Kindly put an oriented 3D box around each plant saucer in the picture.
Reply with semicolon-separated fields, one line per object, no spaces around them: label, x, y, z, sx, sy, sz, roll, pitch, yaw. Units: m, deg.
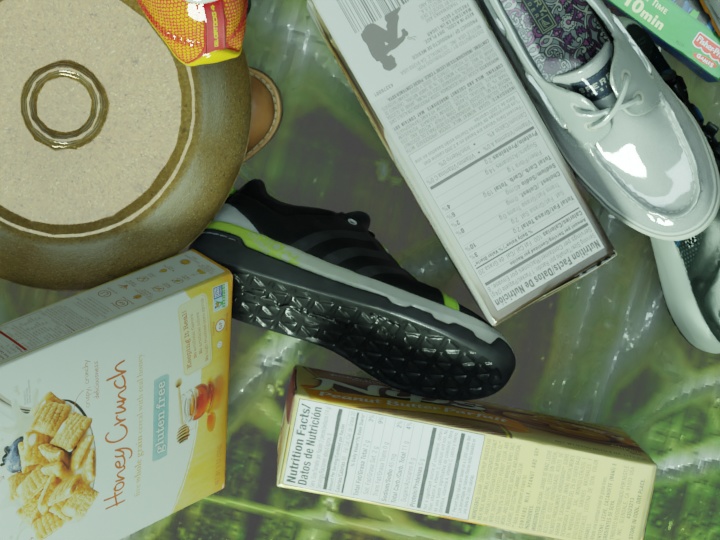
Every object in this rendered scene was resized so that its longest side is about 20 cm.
plant saucer;-0.155;-0.087;1.042;0.198;0.035;0.202;-1;96;-6

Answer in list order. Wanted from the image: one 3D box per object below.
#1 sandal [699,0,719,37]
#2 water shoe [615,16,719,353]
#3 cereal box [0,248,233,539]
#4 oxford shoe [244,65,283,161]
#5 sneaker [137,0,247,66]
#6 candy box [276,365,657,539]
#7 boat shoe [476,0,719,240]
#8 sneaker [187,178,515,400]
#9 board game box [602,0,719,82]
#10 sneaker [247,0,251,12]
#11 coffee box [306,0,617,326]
sandal;0.207;-0.179;1.069;0.079;0.059;0.207;-39;97;2
water shoe;0.193;-0.053;1.100;0.078;0.071;0.201;-13;106;37
cereal box;-0.153;0.086;1.039;0.199;0.039;0.145;-25;130;-39
oxford shoe;-0.138;-0.068;1.100;0.198;0.071;0.072;-15;94;-2
sneaker;-0.110;-0.183;1.012;0.072;0.077;0.201;-11;52;-12
candy box;0.054;0.103;1.097;0.198;0.115;0.056;11;94;-3
boat shoe;0.121;-0.103;1.038;0.072;0.069;0.201;-29;88;10
sneaker;0.000;0.000;1.096;0.199;0.072;0.083;23;55;7
board game box;0.195;-0.232;1.112;0.151;0.037;0.201;34;92;-5
sneaker;-0.152;-0.134;1.084;0.199;0.074;0.080;-26;83;0
coffee box;0.053;-0.079;1.083;0.079;0.113;0.201;-30;96;1
